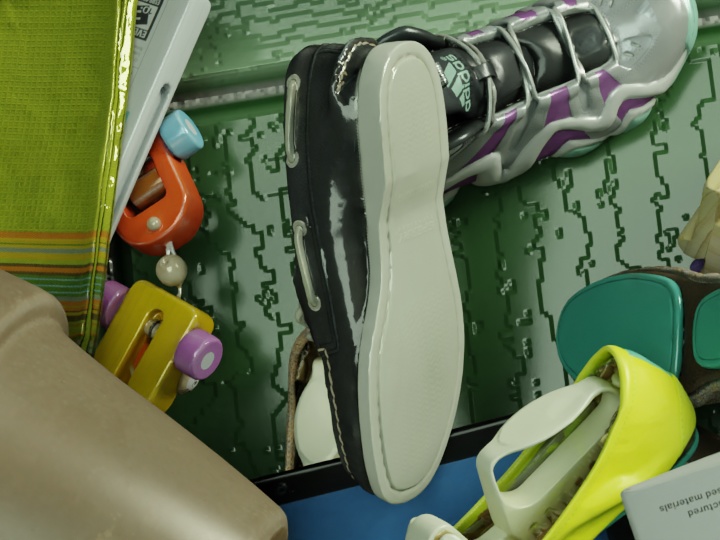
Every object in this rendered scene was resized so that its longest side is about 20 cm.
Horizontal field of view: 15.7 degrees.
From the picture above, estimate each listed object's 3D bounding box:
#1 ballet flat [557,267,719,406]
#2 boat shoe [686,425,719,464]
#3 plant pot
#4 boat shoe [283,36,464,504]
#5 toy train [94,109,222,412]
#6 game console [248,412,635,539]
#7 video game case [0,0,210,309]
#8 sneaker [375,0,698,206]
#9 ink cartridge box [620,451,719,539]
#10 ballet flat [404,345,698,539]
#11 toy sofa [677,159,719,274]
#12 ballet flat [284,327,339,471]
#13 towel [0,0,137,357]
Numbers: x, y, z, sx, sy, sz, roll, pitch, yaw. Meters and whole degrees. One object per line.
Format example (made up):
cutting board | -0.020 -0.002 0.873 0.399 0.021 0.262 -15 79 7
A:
ballet flat | 0.163 0.033 1.149 0.067 0.200 0.068 13 83 -27
boat shoe | 0.201 0.154 1.171 0.200 0.072 0.076 38 118 19
plant pot | -0.131 0.118 1.103 0.175 0.200 0.200 24 89 8
boat shoe | 0.000 0.000 1.125 0.060 0.074 0.200 4 105 33
toy train | -0.136 0.021 1.269 0.200 0.056 0.150 -38 63 11
game console | 0.041 0.172 1.131 0.200 0.119 0.172 -15 42 7
video game case | -0.191 -0.077 1.280 0.200 0.024 0.182 20 84 27
sneaker | 0.058 -0.084 1.187 0.200 0.140 0.078 -31 77 8
ink cartridge box | 0.194 0.162 1.048 0.084 0.145 0.200 -21 85 26
ballet flat | 0.058 0.110 1.096 0.200 0.067 0.067 -47 35 -6
toy sofa | 0.249 0.000 1.172 0.200 0.098 0.083 29 66 15
ballet flat | -0.014 0.117 1.217 0.068 0.067 0.200 -4 82 13
towel | -0.155 -0.044 1.231 0.086 0.018 0.200 0 75 22
